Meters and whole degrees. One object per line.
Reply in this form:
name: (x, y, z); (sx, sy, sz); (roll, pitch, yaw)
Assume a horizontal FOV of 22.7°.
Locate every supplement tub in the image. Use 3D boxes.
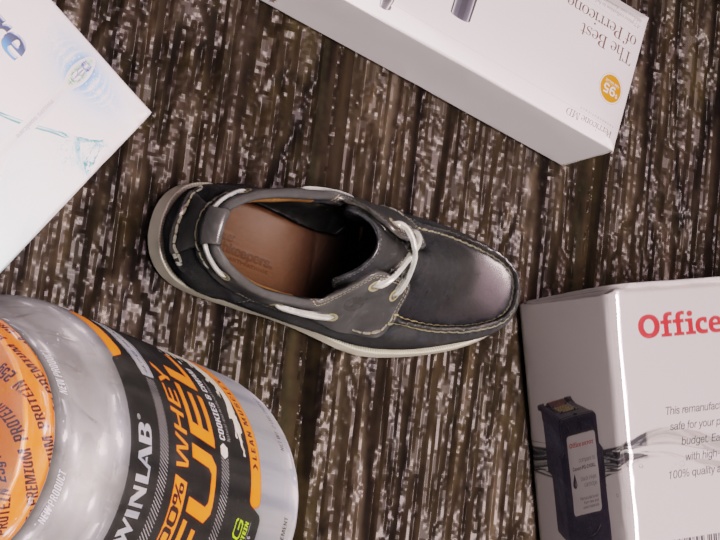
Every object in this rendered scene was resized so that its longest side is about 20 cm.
supplement tub: (-0.116, 0.081, 0.702); (0.200, 0.122, 0.123); (30, 66, -63)

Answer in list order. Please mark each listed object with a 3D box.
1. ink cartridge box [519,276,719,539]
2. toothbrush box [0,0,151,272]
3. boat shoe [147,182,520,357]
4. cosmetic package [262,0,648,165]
ink cartridge box: (0.171, 0.106, 0.940); (0.144, 0.084, 0.201); (-3, 87, -31)
toothbrush box: (-0.209, -0.046, 0.731); (0.147, 0.085, 0.200); (49, 62, -18)
boat shoe: (0.000, 0.000, 0.862); (0.199, 0.068, 0.072); (13, 77, -31)
cosmetic package: (0.052, -0.134, 0.915); (0.199, 0.051, 0.083); (25, 74, -26)
